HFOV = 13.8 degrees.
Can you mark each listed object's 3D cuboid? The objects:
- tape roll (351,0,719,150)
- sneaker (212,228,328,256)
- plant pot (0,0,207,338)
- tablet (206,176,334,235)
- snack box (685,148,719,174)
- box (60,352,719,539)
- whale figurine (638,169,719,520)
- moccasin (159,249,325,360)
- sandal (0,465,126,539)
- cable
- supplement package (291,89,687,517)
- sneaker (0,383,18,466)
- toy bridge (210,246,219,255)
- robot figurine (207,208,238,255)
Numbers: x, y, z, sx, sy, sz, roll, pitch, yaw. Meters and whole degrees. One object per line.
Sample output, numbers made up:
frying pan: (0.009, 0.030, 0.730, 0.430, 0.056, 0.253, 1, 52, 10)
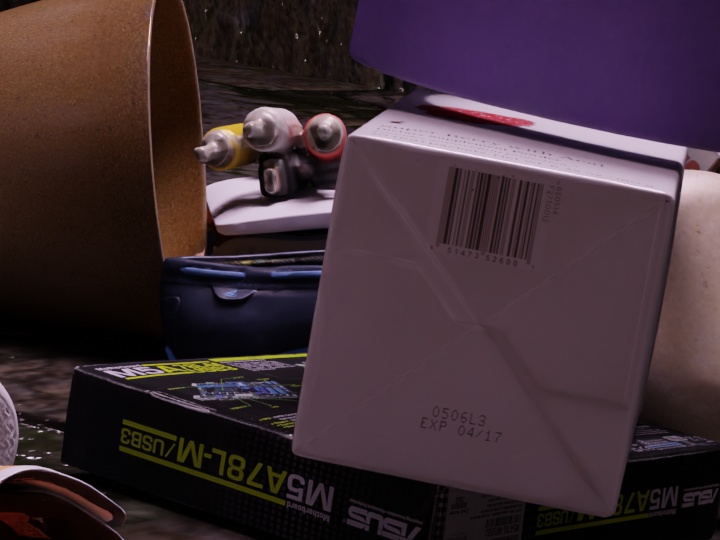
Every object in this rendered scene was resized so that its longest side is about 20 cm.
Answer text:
tape roll: (0.100, -0.106, 1.177, 0.199, 0.085, 0.200, 12, 8, -2)
sneaker: (0.015, 0.010, 1.560, 0.199, 0.079, 0.079, 13, 14, 43)
plant pot: (-0.189, -0.050, 1.527, 0.199, 0.188, 0.186, -4, 7, 5)
tablet: (-0.018, -0.040, 1.614, 0.129, 0.014, 0.200, -5, 7, -4)
snack box: (0.133, -0.016, 1.416, 0.024, 0.200, 0.072, 45, 47, 9)
box: (0.016, 0.074, 1.201, 0.192, 0.048, 0.200, 12, 9, 38)
whale figurine: (0.167, 0.044, 1.314, 0.199, 0.160, 0.104, 28, -30, -16)
moccasin: (0.000, 0.000, 1.430, 0.199, 0.069, 0.080, -14, 3, -5)
sandal: (-0.091, 0.091, 0.905, 0.206, 0.060, 0.079, 12, 8, 32)
cable: (-0.028, -0.073, 1.613, 0.097, 0.051, 0.200, -7, 8, 7)
supplement package: (0.055, 0.005, 1.133, 0.121, 0.120, 0.200, 11, 9, 6)
sneaker: (-0.223, 0.049, 1.026, 0.199, 0.076, 0.105, 2, 8, -31)
toy bridge: (0.015, 0.000, 1.670, 0.199, 0.068, 0.027, 6, 5, -15)
robot figurine: (-0.166, -0.023, 1.685, 0.199, 0.059, 0.145, 2, 11, -43)
